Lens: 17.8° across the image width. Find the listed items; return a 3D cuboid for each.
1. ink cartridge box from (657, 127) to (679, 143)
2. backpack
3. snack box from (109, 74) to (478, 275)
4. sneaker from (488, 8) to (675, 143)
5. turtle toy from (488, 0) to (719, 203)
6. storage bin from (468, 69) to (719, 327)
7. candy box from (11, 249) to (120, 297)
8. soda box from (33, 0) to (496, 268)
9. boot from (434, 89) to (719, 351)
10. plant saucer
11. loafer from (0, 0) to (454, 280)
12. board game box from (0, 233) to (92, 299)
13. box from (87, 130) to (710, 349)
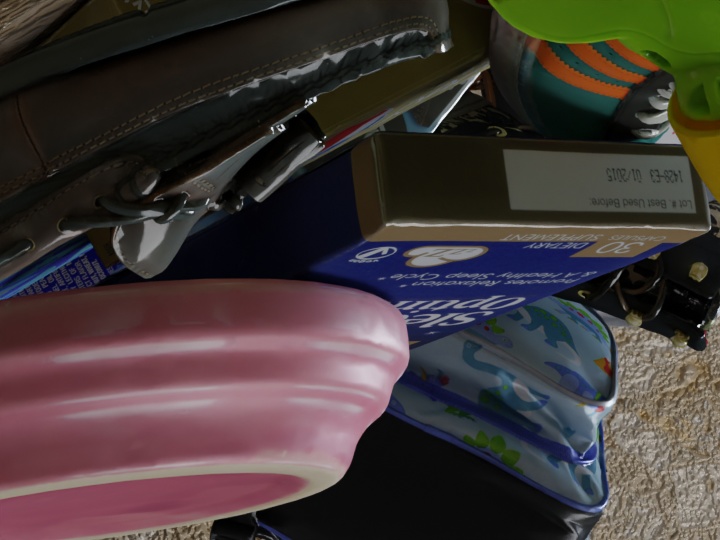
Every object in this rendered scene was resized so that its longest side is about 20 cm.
[{"bbox_3d":[0.147,-0.119,0.931,0.117,0.067,0.200,-32,158,-23],"label":"ink cartridge box"},{"bbox_3d":[0.032,0.061,1.055,0.200,0.182,0.147,-74,-170,-77],"label":"backpack"},{"bbox_3d":[-0.002,-0.064,0.874,0.116,0.037,0.200,-29,-163,47],"label":"snack box"},{"bbox_3d":[0.086,-0.075,0.632,0.071,0.080,0.200,-44,159,-15],"label":"sneaker"},{"bbox_3d":[0.085,-0.094,0.477,0.199,0.146,0.101,-7,-141,39],"label":"turtle toy"},{"bbox_3d":[0.134,-0.091,1.111,0.145,0.201,0.134,1,156,-20],"label":"storage bin"},{"bbox_3d":[-0.181,0.033,0.958,0.199,0.077,0.169,-29,-179,-10],"label":"candy box"},{"bbox_3d":[-0.004,-0.075,0.685,0.200,0.064,0.068,-29,180,-39],"label":"soda box"},{"bbox_3d":[0.076,-0.011,0.954,0.204,0.153,0.074,-45,155,-64],"label":"boot"},{"bbox_3d":[-0.082,0.050,0.701,0.200,0.051,0.201,-9,168,-2],"label":"plant saucer"},{"bbox_3d":[-0.069,-0.018,0.523,0.199,0.063,0.072,-18,-177,6],"label":"loafer"},{"bbox_3d":[-0.153,0.000,0.776,0.199,0.045,0.152,-29,-179,8],"label":"board game box"},{"bbox_3d":[0.000,0.000,0.727,0.121,0.033,0.200,0,167,-34],"label":"box"}]
